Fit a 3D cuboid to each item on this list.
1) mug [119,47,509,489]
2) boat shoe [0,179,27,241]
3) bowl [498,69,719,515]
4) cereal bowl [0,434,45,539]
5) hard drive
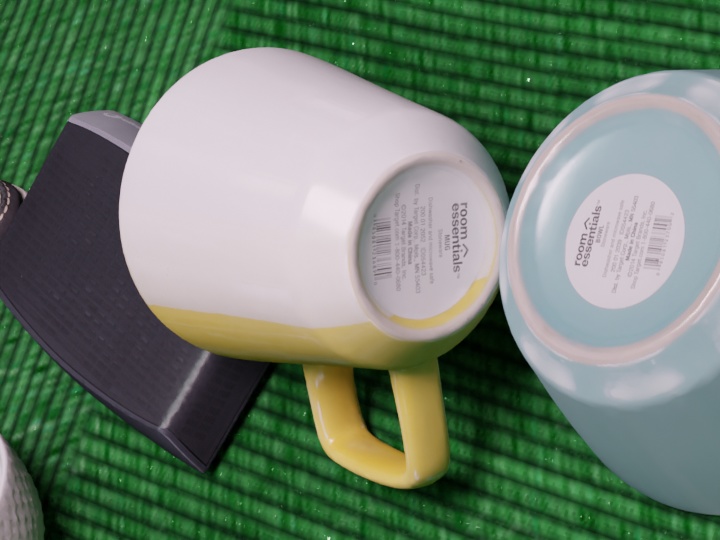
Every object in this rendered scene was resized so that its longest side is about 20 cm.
[{"bbox_3d":[0.002,-0.010,1.113,0.150,0.187,0.153,-53,30,-14],"label":"mug"},{"bbox_3d":[-0.283,-0.027,1.398,0.199,0.060,0.074,-4,56,26],"label":"boat shoe"},{"bbox_3d":[0.138,-0.005,1.030,0.200,0.105,0.201,-15,65,35],"label":"bowl"},{"bbox_3d":[-0.246,0.172,1.280,0.200,0.083,0.200,-24,32,16],"label":"cereal bowl"},{"bbox_3d":[-0.118,0.003,1.282,0.200,0.042,0.135,37,100,41],"label":"hard drive"}]
